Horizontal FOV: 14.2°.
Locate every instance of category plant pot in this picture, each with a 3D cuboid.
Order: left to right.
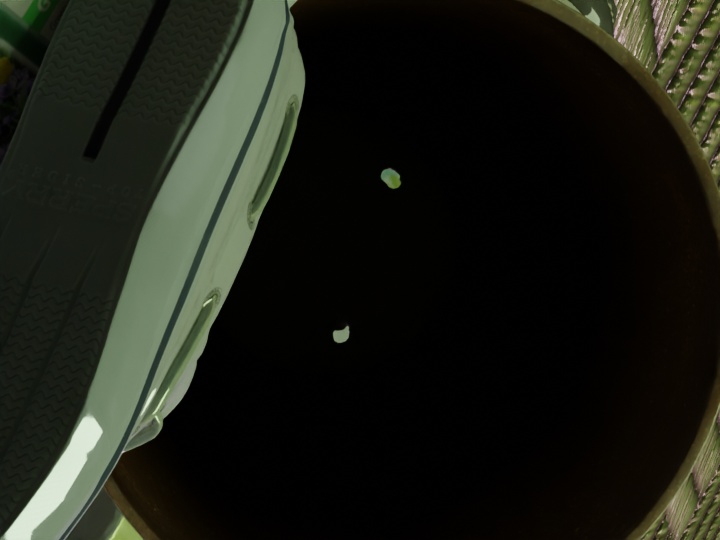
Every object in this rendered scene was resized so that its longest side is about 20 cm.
[{"bbox_3d":[0.000,0.000,0.880,0.200,0.187,0.187,-136,-111,-81],"label":"plant pot"}]

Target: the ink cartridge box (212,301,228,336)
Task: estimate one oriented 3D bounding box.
[{"bbox_3d":[-0.079,0.015,0.980,0.095,0.037,0.200,43,69,-33],"label":"ink cartridge box"}]

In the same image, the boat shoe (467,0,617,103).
[{"bbox_3d":[0.039,-0.084,0.942,0.057,0.067,0.200,-52,-171,-16],"label":"boat shoe"}]

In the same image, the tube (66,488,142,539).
[{"bbox_3d":[-0.059,0.116,0.973,0.052,0.058,0.200,-46,143,-7],"label":"tube"}]

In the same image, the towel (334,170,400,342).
[{"bbox_3d":[0.004,0.006,1.092,0.048,0.171,0.200,-20,-150,55],"label":"towel"}]

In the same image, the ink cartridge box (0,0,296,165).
[{"bbox_3d":[-0.086,-0.105,0.675,0.109,0.050,0.200,-48,145,-22],"label":"ink cartridge box"}]

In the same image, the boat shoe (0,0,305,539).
[{"bbox_3d":[-0.063,0.015,0.671,0.200,0.073,0.067,-59,148,-13],"label":"boat shoe"}]
